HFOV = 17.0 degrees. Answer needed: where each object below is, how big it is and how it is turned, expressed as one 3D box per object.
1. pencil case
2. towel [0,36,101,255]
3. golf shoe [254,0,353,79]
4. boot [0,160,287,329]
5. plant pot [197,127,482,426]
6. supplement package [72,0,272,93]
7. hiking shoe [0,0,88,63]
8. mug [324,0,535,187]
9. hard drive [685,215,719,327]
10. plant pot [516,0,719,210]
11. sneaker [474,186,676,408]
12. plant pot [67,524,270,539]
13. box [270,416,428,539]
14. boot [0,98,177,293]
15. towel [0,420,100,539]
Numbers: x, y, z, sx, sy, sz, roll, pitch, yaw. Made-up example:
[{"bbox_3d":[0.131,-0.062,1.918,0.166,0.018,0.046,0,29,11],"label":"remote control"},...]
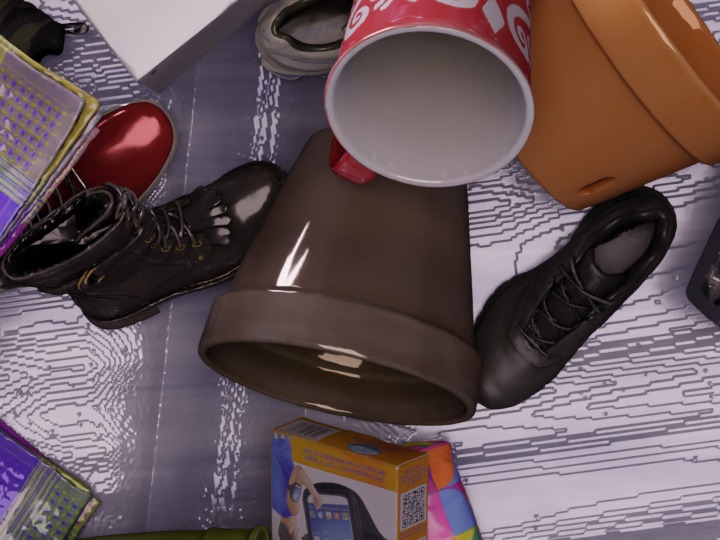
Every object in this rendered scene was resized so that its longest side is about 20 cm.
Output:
[{"bbox_3d":[0.055,0.224,1.738,0.088,0.088,0.201,-17,89,1],"label":"pencil case"},{"bbox_3d":[-0.283,-0.070,1.618,0.143,0.023,0.200,38,89,9],"label":"towel"},{"bbox_3d":[0.022,-0.182,1.727,0.199,0.097,0.079,-16,89,0],"label":"golf shoe"},{"bbox_3d":[-0.148,-0.027,1.687,0.200,0.174,0.069,-34,72,2],"label":"boot"},{"bbox_3d":[0.000,0.000,1.698,0.199,0.200,0.174,12,74,1],"label":"plant pot"},{"bbox_3d":[-0.139,-0.264,1.702,0.191,0.147,0.200,-38,90,1],"label":"supplement package"},{"bbox_3d":[-0.268,-0.102,1.742,0.100,0.076,0.201,20,90,4],"label":"hiking shoe"},{"bbox_3d":[0.035,-0.165,1.601,0.177,0.201,0.134,-20,128,26],"label":"mug"},{"bbox_3d":[0.294,-0.052,1.708,0.042,0.135,0.201,29,93,15],"label":"hard drive"},{"bbox_3d":[0.168,-0.137,1.688,0.140,0.200,0.201,-35,90,18],"label":"plant pot"},{"bbox_3d":[0.148,0.018,1.723,0.076,0.091,0.200,40,92,-2],"label":"sneaker"},{"bbox_3d":[-0.173,0.268,1.691,0.192,0.200,0.202,6,91,6],"label":"plant pot"},{"bbox_3d":[-0.009,0.215,1.712,0.119,0.041,0.201,12,108,38],"label":"box"},{"bbox_3d":[-0.217,-0.051,1.708,0.200,0.144,0.073,-39,88,0],"label":"boot"},{"bbox_3d":[-0.310,0.166,1.773,0.200,0.023,0.144,36,90,0],"label":"towel"}]
